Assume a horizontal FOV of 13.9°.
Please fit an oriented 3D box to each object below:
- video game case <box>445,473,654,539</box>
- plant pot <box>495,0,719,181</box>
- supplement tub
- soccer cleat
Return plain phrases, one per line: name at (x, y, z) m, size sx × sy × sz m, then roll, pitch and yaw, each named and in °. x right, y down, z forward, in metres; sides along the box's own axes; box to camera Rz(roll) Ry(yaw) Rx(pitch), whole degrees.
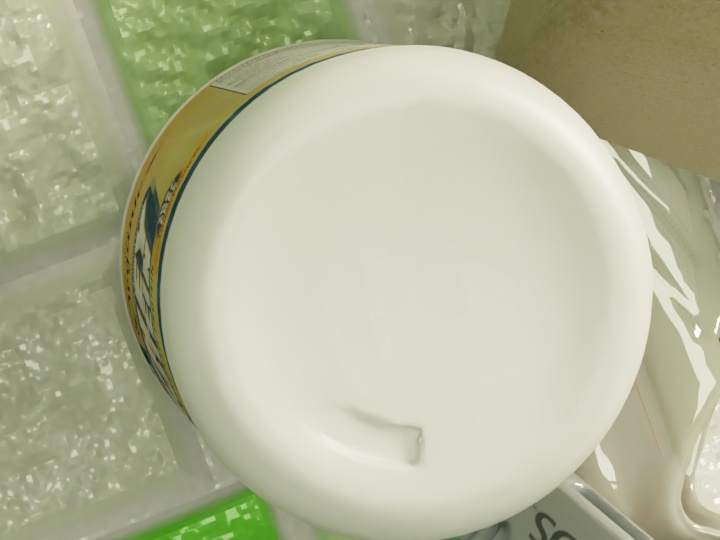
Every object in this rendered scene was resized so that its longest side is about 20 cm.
video game case at (0.050, 0.175, 0.948) m, size 0.023 × 0.182 × 0.201 m, roll 16°, pitch 105°, yaw -39°
plant pot at (0.182, -0.141, 0.933) m, size 0.199 × 0.177 × 0.200 m, roll 19°, pitch 64°, yaw -12°
supplement tub at (0.000, 0.000, 0.928) m, size 0.144 × 0.200 × 0.145 m, roll -1°, pitch 95°, yaw -10°
soccer cleat at (0.103, 0.000, 1.013) m, size 0.077 × 0.069 × 0.201 m, roll 6°, pitch 99°, yaw 17°
